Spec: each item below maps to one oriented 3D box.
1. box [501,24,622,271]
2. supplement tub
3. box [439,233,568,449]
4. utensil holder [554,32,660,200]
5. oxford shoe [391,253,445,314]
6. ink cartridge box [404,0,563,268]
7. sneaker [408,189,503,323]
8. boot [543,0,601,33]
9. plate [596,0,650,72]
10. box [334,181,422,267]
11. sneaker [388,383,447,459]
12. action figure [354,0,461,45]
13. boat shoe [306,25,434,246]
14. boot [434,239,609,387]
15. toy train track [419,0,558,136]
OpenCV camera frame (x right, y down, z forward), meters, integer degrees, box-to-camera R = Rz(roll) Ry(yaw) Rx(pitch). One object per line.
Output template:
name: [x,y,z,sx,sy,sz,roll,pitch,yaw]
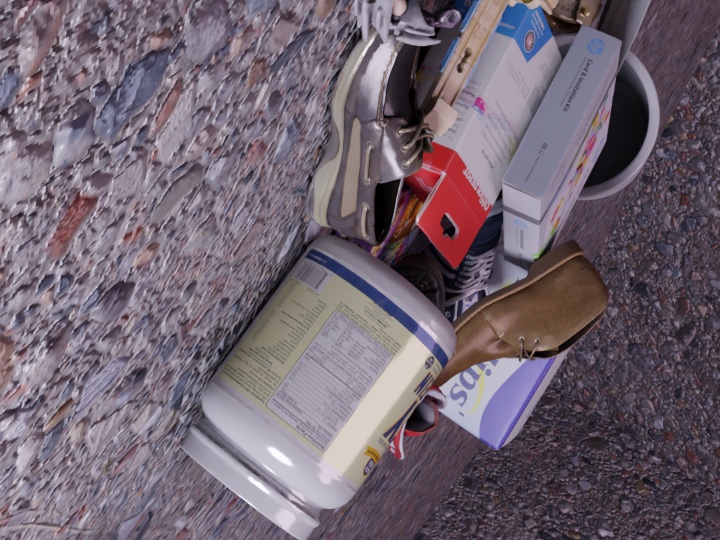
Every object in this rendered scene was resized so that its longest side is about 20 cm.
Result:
box: [0.175,-0.099,1.091,0.157,0.041,0.200,-61,166,-13]
supplement tub: [-0.033,0.091,0.960,0.201,0.144,0.145,-53,166,-8]
box: [0.127,0.058,1.348,0.186,0.199,0.105,-60,165,14]
utensil holder: [0.245,-0.162,1.358,0.171,0.169,0.200,-59,169,9]
oxford shoe: [0.042,0.033,1.134,0.201,0.072,0.085,105,6,-59]
ink cartridge box: [0.084,-0.117,0.996,0.202,0.067,0.116,-61,152,-8]
sneaker: [0.106,-0.004,1.197,0.069,0.110,0.200,-19,174,-23]
boot: [0.202,-0.297,1.080,0.157,0.072,0.200,-65,173,1]
plate: [0.263,-0.285,1.165,0.201,0.032,0.202,103,8,-61]
box: [0.000,0.000,1.108,0.202,0.039,0.137,-63,166,19]
sneaker: [0.014,0.130,1.123,0.071,0.112,0.201,-47,166,-23]
action figure: [0.057,-0.215,0.778,0.200,0.069,0.131,-41,164,-42]
boat shoe: [0.020,-0.100,0.885,0.075,0.073,0.201,-46,162,-40]
boot: [0.139,0.057,1.117,0.199,0.076,0.074,-34,163,-8]
toy train track: [0.101,-0.191,0.903,0.114,0.032,0.202,31,86,-37]
